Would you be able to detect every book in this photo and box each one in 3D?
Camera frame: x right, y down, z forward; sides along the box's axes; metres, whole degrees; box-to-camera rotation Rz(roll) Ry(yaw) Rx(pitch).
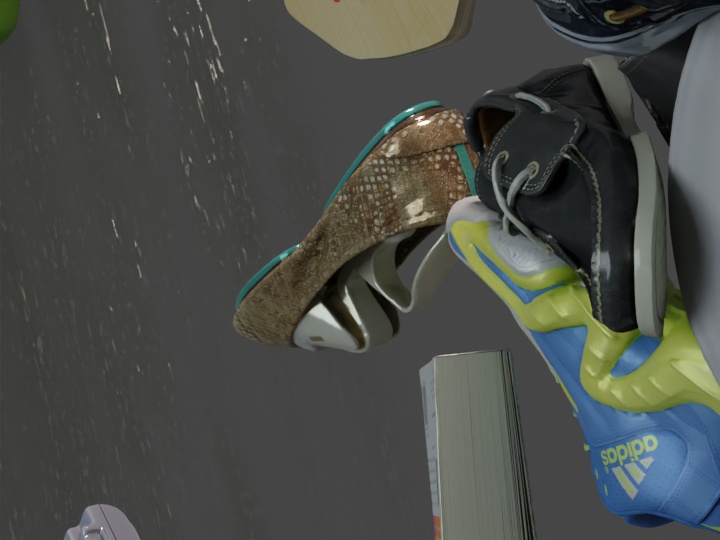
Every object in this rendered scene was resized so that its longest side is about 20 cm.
[{"bbox_3d":[0.050,0.138,1.054,0.134,0.048,0.201,117,147,-85],"label":"book"}]

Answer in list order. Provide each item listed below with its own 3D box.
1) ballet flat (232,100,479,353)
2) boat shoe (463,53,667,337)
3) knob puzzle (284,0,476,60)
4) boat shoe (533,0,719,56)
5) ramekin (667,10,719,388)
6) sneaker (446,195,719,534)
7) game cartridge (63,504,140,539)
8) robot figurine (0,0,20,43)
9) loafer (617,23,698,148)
[{"bbox_3d":[0.000,0.000,1.151,0.065,0.070,0.200,59,144,15],"label":"ballet flat"},{"bbox_3d":[0.077,-0.025,0.923,0.200,0.067,0.072,-99,4,-68],"label":"boat shoe"},{"bbox_3d":[0.017,-0.185,1.139,0.219,0.030,0.221,5,96,58],"label":"knob puzzle"},{"bbox_3d":[0.081,-0.117,0.814,0.200,0.090,0.071,180,100,-68],"label":"boat shoe"},{"bbox_3d":[0.196,-0.029,0.801,0.202,0.094,0.204,7,99,58],"label":"ramekin"},{"bbox_3d":[0.094,0.041,0.988,0.200,0.075,0.106,34,121,51],"label":"sneaker"},{"bbox_3d":[-0.131,0.249,1.405,0.200,0.040,0.134,59,135,38],"label":"game cartridge"},{"bbox_3d":[-0.258,-0.209,1.498,0.176,0.115,0.201,-130,47,-60],"label":"robot figurine"},{"bbox_3d":[0.125,-0.076,0.932,0.073,0.072,0.201,-48,54,47],"label":"loafer"}]
